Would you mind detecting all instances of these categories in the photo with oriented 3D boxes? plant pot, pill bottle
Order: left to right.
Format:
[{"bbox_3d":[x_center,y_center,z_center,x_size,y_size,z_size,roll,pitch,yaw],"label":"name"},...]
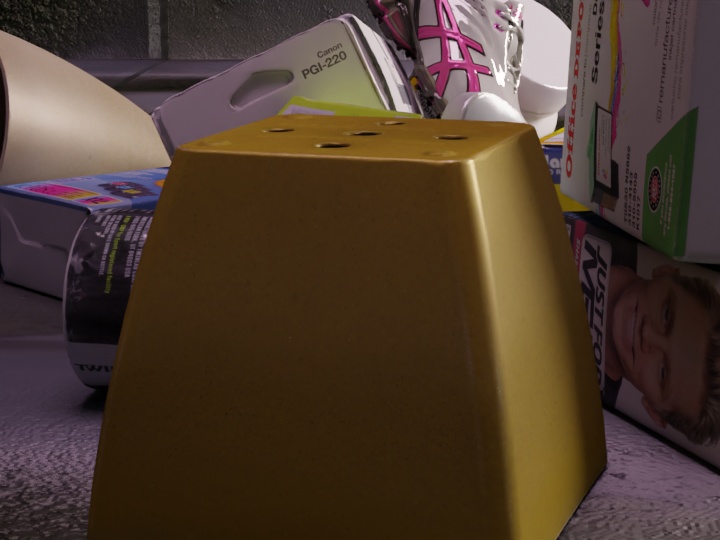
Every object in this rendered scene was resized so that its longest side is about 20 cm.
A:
[{"bbox_3d":[-0.257,-0.095,1.446,0.187,0.188,0.200,12,3,45],"label":"plant pot"},{"bbox_3d":[-0.059,0.020,1.008,0.199,0.107,0.106,3,12,12],"label":"pill bottle"},{"bbox_3d":[0.001,0.023,0.826,0.199,0.177,0.200,4,13,19],"label":"plant pot"},{"bbox_3d":[0.079,-0.110,1.362,0.114,0.200,0.115,21,44,-21],"label":"pill bottle"}]

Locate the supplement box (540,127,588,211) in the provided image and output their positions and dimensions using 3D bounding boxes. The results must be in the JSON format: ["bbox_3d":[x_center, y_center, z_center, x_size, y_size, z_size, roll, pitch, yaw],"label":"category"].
[{"bbox_3d":[0.194,-0.050,1.310,0.108,0.110,0.200,0,9,19],"label":"supplement box"}]

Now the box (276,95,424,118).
[{"bbox_3d":[0.032,-0.013,1.068,0.122,0.200,0.048,14,56,48],"label":"box"}]

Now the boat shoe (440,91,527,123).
[{"bbox_3d":[0.083,-0.028,1.101,0.064,0.200,0.071,9,51,39],"label":"boat shoe"}]

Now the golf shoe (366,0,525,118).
[{"bbox_3d":[0.078,-0.149,1.228,0.092,0.200,0.073,-34,-26,13],"label":"golf shoe"}]

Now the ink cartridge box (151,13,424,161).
[{"bbox_3d":[-0.039,-0.097,1.193,0.145,0.085,0.200,-25,-3,8],"label":"ink cartridge box"}]

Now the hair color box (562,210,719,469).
[{"bbox_3d":[0.173,0.031,0.970,0.060,0.100,0.200,-3,12,-20],"label":"hair color box"}]

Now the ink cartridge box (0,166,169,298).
[{"bbox_3d":[-0.152,-0.031,1.335,0.200,0.077,0.136,-8,14,-40],"label":"ink cartridge box"}]

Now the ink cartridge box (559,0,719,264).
[{"bbox_3d":[0.177,-0.093,0.956,0.084,0.145,0.200,1,12,-11],"label":"ink cartridge box"}]
